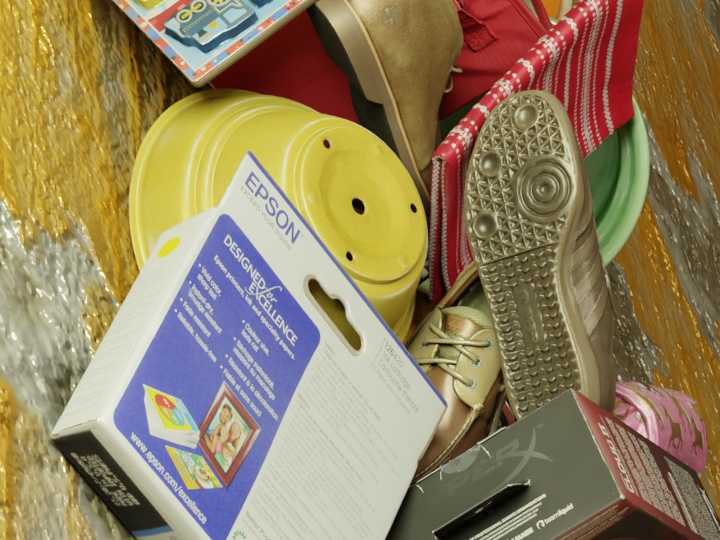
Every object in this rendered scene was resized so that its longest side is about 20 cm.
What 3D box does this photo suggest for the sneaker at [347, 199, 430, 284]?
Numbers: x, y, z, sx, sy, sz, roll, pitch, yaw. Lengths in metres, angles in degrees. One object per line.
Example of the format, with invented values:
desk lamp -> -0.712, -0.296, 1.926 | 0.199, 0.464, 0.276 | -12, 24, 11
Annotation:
sneaker -> 0.000, 0.000, 1.574 | 0.075, 0.090, 0.200 | 56, 22, -24

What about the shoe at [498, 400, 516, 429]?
shoe -> 0.046, 0.104, 1.567 | 0.072, 0.091, 0.200 | 58, 22, -18

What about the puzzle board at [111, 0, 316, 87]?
puzzle board -> -0.056, -0.206, 1.467 | 0.151, 0.200, 0.017 | 46, -13, 30

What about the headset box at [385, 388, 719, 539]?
headset box -> 0.102, 0.151, 1.463 | 0.200, 0.149, 0.075 | 34, 27, -56

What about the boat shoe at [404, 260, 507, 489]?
boat shoe -> 0.055, 0.051, 1.525 | 0.200, 0.076, 0.074 | -55, 155, -40

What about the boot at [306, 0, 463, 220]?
boot -> 0.034, -0.102, 1.512 | 0.074, 0.075, 0.200 | 50, -11, 37

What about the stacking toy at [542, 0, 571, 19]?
stacking toy -> 0.047, -0.200, 1.920 | 0.200, 0.146, 0.146 | -16, 81, -51

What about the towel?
towel -> 0.107, -0.083, 1.583 | 0.200, 0.022, 0.145 | -46, 154, -30

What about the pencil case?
pencil case -> 0.163, 0.111, 1.649 | 0.200, 0.086, 0.083 | 10, 80, -72

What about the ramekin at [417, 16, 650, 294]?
ramekin -> 0.094, -0.079, 1.756 | 0.200, 0.200, 0.098 | 63, 13, -5

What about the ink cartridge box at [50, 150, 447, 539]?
ink cartridge box -> -0.052, 0.077, 1.351 | 0.198, 0.047, 0.200 | 53, 41, -26

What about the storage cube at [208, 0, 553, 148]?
storage cube -> -0.015, -0.189, 1.596 | 0.171, 0.180, 0.200 | 44, 21, -44

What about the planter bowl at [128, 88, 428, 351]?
planter bowl -> -0.024, -0.023, 1.457 | 0.200, 0.083, 0.201 | 21, 57, -35

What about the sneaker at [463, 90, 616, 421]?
sneaker -> 0.106, 0.000, 1.501 | 0.076, 0.070, 0.200 | 10, 75, -65
